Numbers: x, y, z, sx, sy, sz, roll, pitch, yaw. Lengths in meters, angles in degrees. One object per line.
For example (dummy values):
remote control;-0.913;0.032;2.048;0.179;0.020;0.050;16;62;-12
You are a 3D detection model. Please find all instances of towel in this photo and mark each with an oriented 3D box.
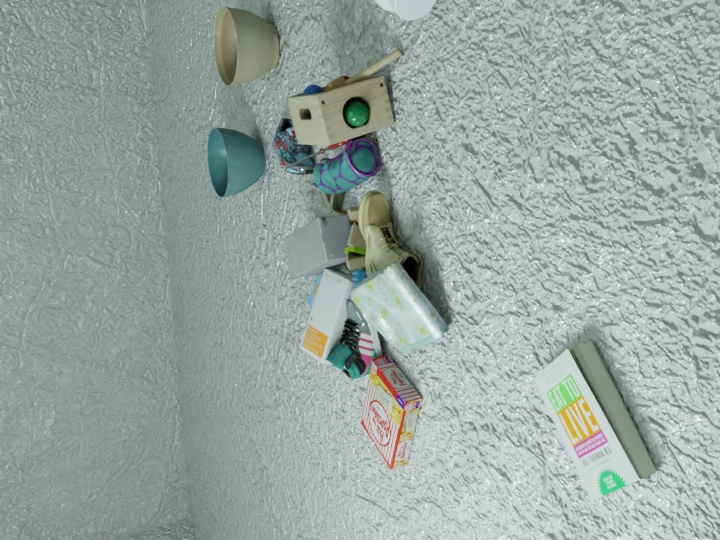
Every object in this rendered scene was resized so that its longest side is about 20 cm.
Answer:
towel;0.073;0.078;1.515;0.171;0.048;0.200;50;152;-4

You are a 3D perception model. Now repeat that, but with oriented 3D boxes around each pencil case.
pencil case;-0.034;-0.225;1.666;0.092;0.085;0.200;44;157;-15

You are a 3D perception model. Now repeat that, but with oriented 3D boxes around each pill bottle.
pill bottle;0.055;-0.534;1.358;0.200;0.112;0.112;61;148;36

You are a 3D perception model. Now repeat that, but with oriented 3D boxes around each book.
book;0.338;0.224;1.120;0.201;0.048;0.134;67;155;23

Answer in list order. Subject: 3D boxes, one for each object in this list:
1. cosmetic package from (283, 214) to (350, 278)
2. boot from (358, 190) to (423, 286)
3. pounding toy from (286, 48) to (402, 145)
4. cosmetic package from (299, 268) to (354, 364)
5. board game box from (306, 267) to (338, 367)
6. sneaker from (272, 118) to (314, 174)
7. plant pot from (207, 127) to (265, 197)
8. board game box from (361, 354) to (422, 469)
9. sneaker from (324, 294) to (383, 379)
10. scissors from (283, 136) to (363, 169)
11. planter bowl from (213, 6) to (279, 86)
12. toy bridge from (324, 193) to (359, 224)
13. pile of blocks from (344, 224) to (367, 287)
cosmetic package;-0.098;-0.054;1.779;0.200;0.090;0.107;-19;80;56
boot;0.062;-0.056;1.545;0.155;0.073;0.201;26;123;59
pounding toy;-0.026;-0.346;1.534;0.200;0.184;0.143;19;127;61
cosmetic package;-0.060;0.108;1.758;0.101;0.071;0.201;24;97;49
board game box;-0.064;0.115;1.885;0.201;0.045;0.152;67;150;26
sneaker;-0.172;-0.317;1.926;0.200;0.079;0.096;55;142;41
plant pot;-0.355;-0.320;2.229;0.200;0.134;0.201;30;125;58
board game box;0.066;0.313;1.687;0.152;0.046;0.201;50;140;47
sneaker;-0.027;0.160;1.684;0.084;0.121;0.201;22;135;53
scissors;-0.071;-0.261;1.618;0.014;0.199;0.073;67;166;-5
planter bowl;-0.296;-0.595;2.021;0.200;0.134;0.201;33;127;56
toy bridge;-0.055;-0.172;1.794;0.200;0.027;0.067;59;148;37
pile of blocks;0.000;0.000;1.677;0.062;0.082;0.201;-10;90;64
